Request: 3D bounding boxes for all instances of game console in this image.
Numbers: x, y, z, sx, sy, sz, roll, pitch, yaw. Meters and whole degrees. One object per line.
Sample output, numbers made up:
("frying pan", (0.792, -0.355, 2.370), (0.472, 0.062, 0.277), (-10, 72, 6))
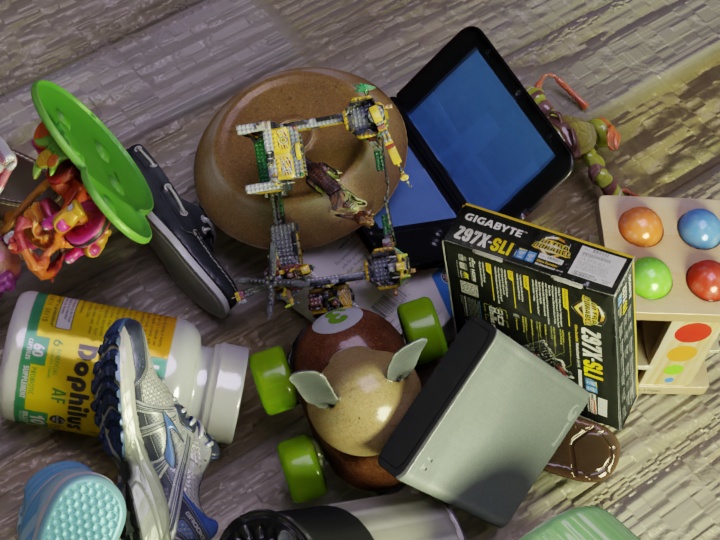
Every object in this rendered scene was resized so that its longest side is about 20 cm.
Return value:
("game console", (0.063, -0.113, 1.759), (0.172, 0.119, 0.200), (-9, 50, -32))

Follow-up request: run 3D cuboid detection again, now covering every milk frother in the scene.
("milk frother", (-0.052, 0.256, 1.560), (0.200, 0.181, 0.188), (20, 12, 37))

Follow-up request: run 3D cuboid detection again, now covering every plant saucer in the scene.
("plant saucer", (-0.058, -0.112, 1.752), (0.200, 0.035, 0.201), (-5, 58, 9))

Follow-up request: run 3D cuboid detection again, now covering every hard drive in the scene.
("hard drive", (0.104, 0.127, 1.580), (0.033, 0.200, 0.140), (33, 90, 33))

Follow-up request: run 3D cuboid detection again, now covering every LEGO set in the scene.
("LEGO set", (-0.032, -0.059, 1.638), (0.153, 0.116, 0.201), (0, 92, 5))

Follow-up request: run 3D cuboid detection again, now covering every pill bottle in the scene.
("pill bottle", (-0.200, 0.089, 1.647), (0.199, 0.113, 0.113), (11, 55, -4))

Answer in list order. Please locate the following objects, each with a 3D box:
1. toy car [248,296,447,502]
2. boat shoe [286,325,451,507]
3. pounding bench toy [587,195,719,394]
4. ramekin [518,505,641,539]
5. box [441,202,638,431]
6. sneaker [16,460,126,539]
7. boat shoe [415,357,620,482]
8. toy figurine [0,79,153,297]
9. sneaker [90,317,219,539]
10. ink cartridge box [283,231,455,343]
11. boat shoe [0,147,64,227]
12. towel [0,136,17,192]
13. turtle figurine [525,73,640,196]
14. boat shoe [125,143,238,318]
("toy car", (-0.002, 0.089, 1.566), (0.164, 0.200, 0.158), (-18, 74, -2))
("boat shoe", (0.008, 0.132, 1.688), (0.072, 0.061, 0.201), (-35, 69, -29))
("pounding bench toy", (0.230, 0.018, 1.747), (0.199, 0.156, 0.125), (2, 57, -9))
("ramekin", (0.160, 0.281, 1.540), (0.200, 0.200, 0.098), (-29, 58, -26))
("box", (0.158, 0.042, 1.671), (0.159, 0.200, 0.049), (17, 56, 22))
("sneaker", (-0.256, 0.244, 1.563), (0.079, 0.131, 0.200), (30, 90, -18))
("boat shoe", (0.127, 0.133, 1.707), (0.202, 0.075, 0.075), (26, 90, -1))
("toy figurine", (-0.289, -0.036, 1.682), (0.184, 0.150, 0.200), (-40, 45, 10))
("sneaker", (-0.162, 0.135, 1.569), (0.085, 0.077, 0.201), (-10, 90, -25))
("ink cartridge box", (0.000, 0.000, 1.769), (0.200, 0.067, 0.116), (37, 56, 15))
("boat shoe", (-0.365, -0.093, 1.765), (0.199, 0.070, 0.071), (12, 54, -4))
("towel", (-0.384, -0.059, 1.672), (0.146, 0.200, 0.030), (45, 15, 35))
("turtle figurine", (0.193, -0.112, 1.881), (0.161, 0.064, 0.200), (-22, 63, -23))
("boat shoe", (-0.167, -0.041, 1.762), (0.060, 0.076, 0.200), (-35, 69, -22))
